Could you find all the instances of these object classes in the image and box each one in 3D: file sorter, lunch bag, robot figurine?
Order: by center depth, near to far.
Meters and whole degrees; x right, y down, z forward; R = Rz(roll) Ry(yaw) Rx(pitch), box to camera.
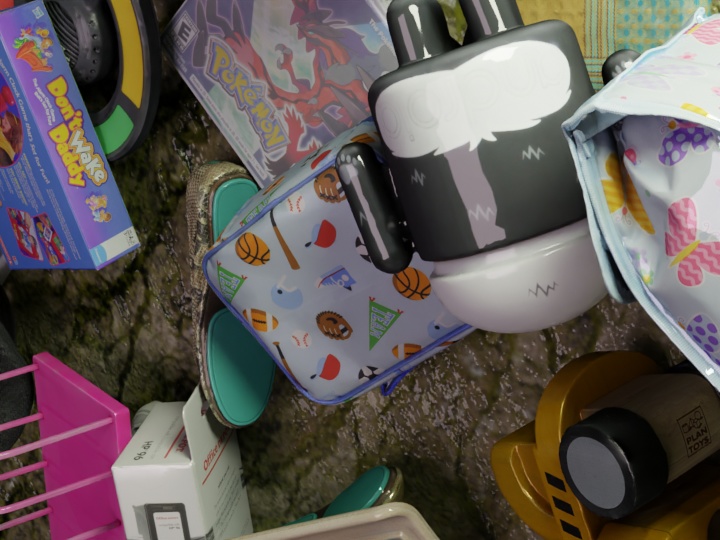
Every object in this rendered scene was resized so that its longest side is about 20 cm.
[{"bbox_3d":[0.204,-0.031,0.657,0.200,0.170,0.127,46,132,5],"label":"lunch bag"},{"bbox_3d":[0.077,-0.065,0.756,0.150,0.125,0.200,-11,100,52],"label":"robot figurine"},{"bbox_3d":[0.000,0.000,0.891,0.160,0.076,0.200,48,131,-11],"label":"lunch bag"},{"bbox_3d":[-0.267,0.194,1.083,0.139,0.125,0.200,24,122,47],"label":"file sorter"}]

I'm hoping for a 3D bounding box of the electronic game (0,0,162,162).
[{"bbox_3d":[-0.214,-0.178,1.012,0.200,0.042,0.200,23,125,39],"label":"electronic game"}]

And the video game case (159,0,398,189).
[{"bbox_3d":[-0.037,-0.134,0.913,0.200,0.023,0.182,54,132,7],"label":"video game case"}]

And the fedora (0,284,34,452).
[{"bbox_3d":[-0.338,0.096,1.151,0.092,0.201,0.201,20,120,29],"label":"fedora"}]

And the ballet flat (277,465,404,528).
[{"bbox_3d":[-0.014,0.205,1.020,0.200,0.071,0.071,-38,83,42],"label":"ballet flat"}]

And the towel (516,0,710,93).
[{"bbox_3d":[0.133,-0.135,0.777,0.147,0.022,0.200,11,114,36],"label":"towel"}]

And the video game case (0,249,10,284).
[{"bbox_3d":[-0.347,-0.093,1.183,0.182,0.023,0.200,52,132,9],"label":"video game case"}]

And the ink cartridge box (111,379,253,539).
[{"bbox_3d":[-0.136,0.178,1.054,0.068,0.116,0.200,-4,108,10],"label":"ink cartridge box"}]

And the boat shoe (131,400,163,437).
[{"bbox_3d":[-0.190,0.204,1.152,0.072,0.068,0.200,33,126,24],"label":"boat shoe"}]

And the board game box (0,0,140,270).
[{"bbox_3d":[-0.260,-0.099,1.043,0.134,0.045,0.200,1,116,46],"label":"board game box"}]

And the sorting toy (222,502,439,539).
[{"bbox_3d":[0.011,0.252,0.974,0.185,0.036,0.200,-20,118,39],"label":"sorting toy"}]

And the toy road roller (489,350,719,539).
[{"bbox_3d":[0.166,0.145,0.809,0.146,0.123,0.200,-7,104,56],"label":"toy road roller"}]

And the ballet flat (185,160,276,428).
[{"bbox_3d":[-0.101,0.015,1.011,0.075,0.068,0.200,22,118,56],"label":"ballet flat"}]
